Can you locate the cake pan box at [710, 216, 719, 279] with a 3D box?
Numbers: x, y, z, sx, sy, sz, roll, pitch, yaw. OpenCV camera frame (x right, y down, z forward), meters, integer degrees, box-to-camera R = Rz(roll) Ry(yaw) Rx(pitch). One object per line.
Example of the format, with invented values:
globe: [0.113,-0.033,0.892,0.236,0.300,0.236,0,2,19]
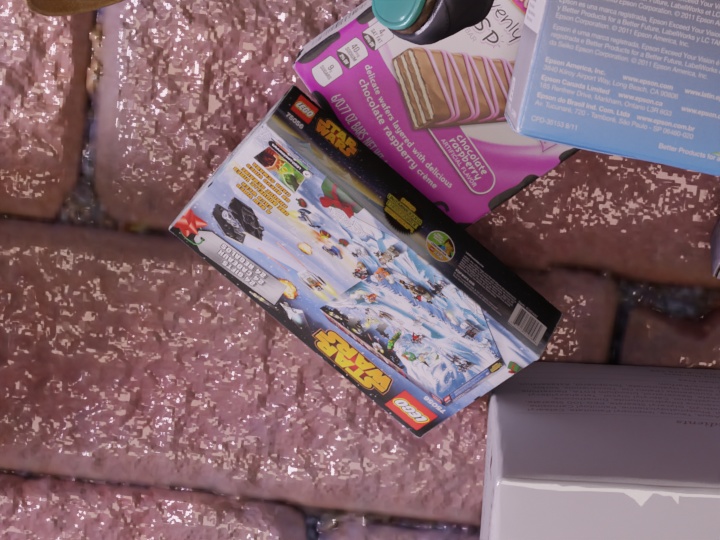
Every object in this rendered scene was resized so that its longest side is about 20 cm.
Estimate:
cake pan box: [0.314,-0.060,1.006,0.182,0.052,0.201,14,122,-3]

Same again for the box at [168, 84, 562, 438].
box: [0.000,0.000,1.028,0.200,0.040,0.137,40,142,-8]

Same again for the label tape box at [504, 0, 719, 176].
label tape box: [0.168,-0.158,0.943,0.142,0.066,0.202,11,101,-4]

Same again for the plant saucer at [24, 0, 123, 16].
plant saucer: [-0.097,-0.202,0.940,0.199,0.200,0.036,-32,86,10]

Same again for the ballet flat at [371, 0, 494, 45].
ballet flat: [0.058,-0.202,0.831,0.072,0.073,0.202,14,109,-1]

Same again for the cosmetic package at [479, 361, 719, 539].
cosmetic package: [0.150,0.161,1.021,0.165,0.200,0.169,3,105,2]

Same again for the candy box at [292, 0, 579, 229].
candy box: [0.080,-0.123,1.018,0.199,0.061,0.137,-35,102,10]
